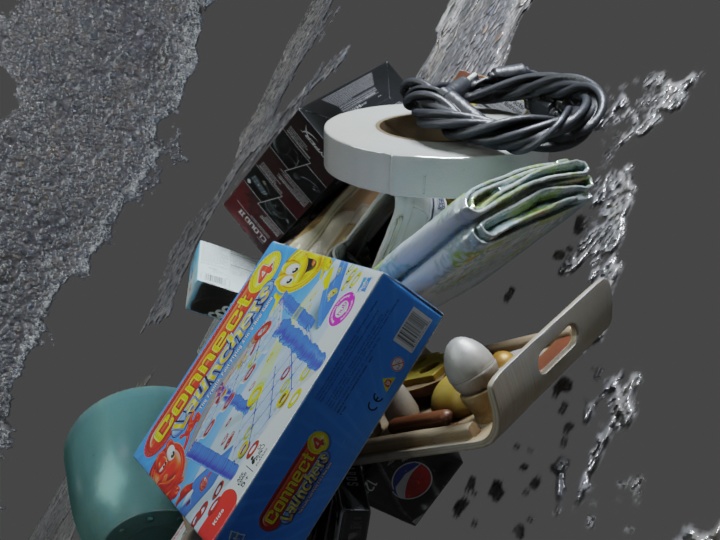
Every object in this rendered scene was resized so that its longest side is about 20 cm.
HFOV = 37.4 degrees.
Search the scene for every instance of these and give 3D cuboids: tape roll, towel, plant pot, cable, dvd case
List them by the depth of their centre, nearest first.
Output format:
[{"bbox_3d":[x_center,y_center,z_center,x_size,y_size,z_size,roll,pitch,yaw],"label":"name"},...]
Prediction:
[{"bbox_3d":[-0.026,0.223,0.796,0.150,0.025,0.201,-109,26,-68],"label":"dvd case"},{"bbox_3d":[0.073,-0.013,0.837,0.171,0.048,0.200,-22,-14,-46],"label":"towel"},{"bbox_3d":[0.119,-0.144,0.906,0.200,0.163,0.051,-107,20,-66],"label":"cable"},{"bbox_3d":[0.066,-0.109,0.938,0.203,0.202,0.037,-108,18,-68],"label":"tape roll"},{"bbox_3d":[-0.235,0.260,1.214,0.201,0.200,0.161,-54,31,21],"label":"plant pot"}]

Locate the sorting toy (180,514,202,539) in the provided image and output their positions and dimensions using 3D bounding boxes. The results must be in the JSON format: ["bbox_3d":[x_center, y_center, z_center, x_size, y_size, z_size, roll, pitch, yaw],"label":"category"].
[{"bbox_3d":[-0.085,0.256,0.779,0.036,0.186,0.200,-23,1,-8],"label":"sorting toy"}]

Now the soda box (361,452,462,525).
[{"bbox_3d":[0.023,0.121,0.890,0.071,0.063,0.200,-56,18,14],"label":"soda box"}]

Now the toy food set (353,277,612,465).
[{"bbox_3d":[0.059,0.064,0.726,0.200,0.061,0.143,-18,13,48],"label":"toy food set"}]

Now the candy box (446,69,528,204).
[{"bbox_3d":[0.086,-0.107,1.105,0.200,0.056,0.117,-57,16,7],"label":"candy box"}]

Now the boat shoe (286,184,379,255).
[{"bbox_3d":[-0.018,-0.030,1.078,0.200,0.069,0.074,-47,-1,-30],"label":"boat shoe"}]

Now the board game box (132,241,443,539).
[{"bbox_3d":[-0.059,0.085,0.738,0.200,0.056,0.196,-58,25,-8],"label":"board game box"}]

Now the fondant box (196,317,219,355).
[{"bbox_3d":[-0.079,0.107,1.074,0.058,0.144,0.200,-62,16,0],"label":"fondant box"}]

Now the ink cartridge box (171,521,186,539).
[{"bbox_3d":[-0.140,0.294,1.009,0.146,0.084,0.200,-56,11,11],"label":"ink cartridge box"}]

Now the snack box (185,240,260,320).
[{"bbox_3d":[-0.077,0.034,1.092,0.116,0.199,0.037,-106,37,-68],"label":"snack box"}]

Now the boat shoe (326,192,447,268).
[{"bbox_3d":[0.000,0.000,0.964,0.200,0.066,0.072,-50,45,34],"label":"boat shoe"}]

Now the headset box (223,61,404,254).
[{"bbox_3d":[-0.042,-0.110,1.113,0.149,0.077,0.200,-37,-3,-42],"label":"headset box"}]
